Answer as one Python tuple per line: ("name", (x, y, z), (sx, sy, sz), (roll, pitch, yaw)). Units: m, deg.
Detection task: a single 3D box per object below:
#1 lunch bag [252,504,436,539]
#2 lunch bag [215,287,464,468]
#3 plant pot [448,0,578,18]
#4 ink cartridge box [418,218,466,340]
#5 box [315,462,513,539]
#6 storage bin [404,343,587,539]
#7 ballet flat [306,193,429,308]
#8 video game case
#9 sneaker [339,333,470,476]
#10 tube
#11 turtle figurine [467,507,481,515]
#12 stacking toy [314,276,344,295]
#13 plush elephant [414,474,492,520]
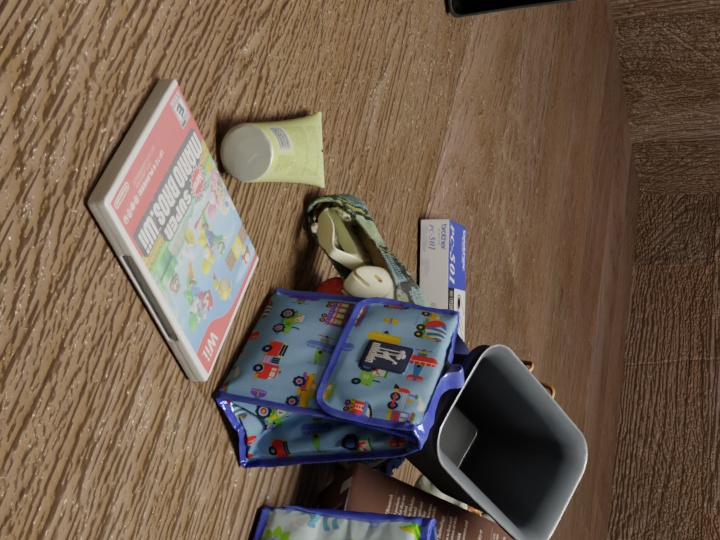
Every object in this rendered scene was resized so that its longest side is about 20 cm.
("lunch bag", (-0.018, 0.316, 0.973), (0.127, 0.169, 0.202), (43, 50, -68))
("lunch bag", (-0.003, 0.098, 0.973), (0.151, 0.198, 0.095), (-65, 148, -48))
("plant pot", (0.220, -0.499, 1.593), (0.178, 0.198, 0.201), (-75, 157, -64))
("ink cartridge box", (0.111, 0.035, 1.480), (0.094, 0.044, 0.202), (11, 79, -70))
("box", (0.055, 0.276, 1.107), (0.100, 0.199, 0.075), (-49, -162, 52))
("storage bin", (0.107, 0.150, 1.051), (0.200, 0.134, 0.146), (47, 66, -34))
("ballet flat", (0.000, 0.000, 1.073), (0.200, 0.074, 0.074), (56, -1, 37))
("video game case", (-0.141, -0.029, 0.870), (0.201, 0.017, 0.144), (69, 29, -42))
("sneaker", (0.035, 0.141, 1.146), (0.199, 0.081, 0.115), (-44, 138, 3))
("tube", (-0.069, -0.111, 1.025), (0.058, 0.052, 0.200), (-52, 171, 17))
("turtle figurine", (0.061, 0.351, 1.180), (0.064, 0.160, 0.202), (78, 19, -73))
("stacking toy", (0.006, 0.071, 1.179), (0.200, 0.085, 0.086), (46, 47, -51))
("plush elephant", (0.083, 0.324, 1.295), (0.155, 0.165, 0.200), (48, -6, -7))
